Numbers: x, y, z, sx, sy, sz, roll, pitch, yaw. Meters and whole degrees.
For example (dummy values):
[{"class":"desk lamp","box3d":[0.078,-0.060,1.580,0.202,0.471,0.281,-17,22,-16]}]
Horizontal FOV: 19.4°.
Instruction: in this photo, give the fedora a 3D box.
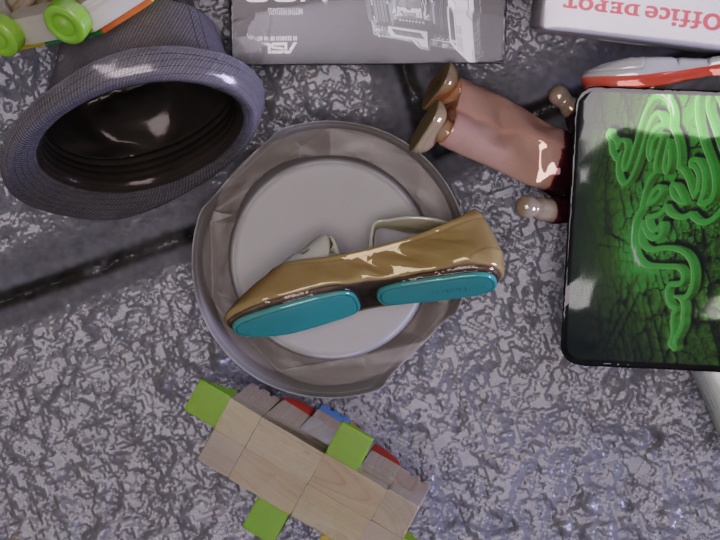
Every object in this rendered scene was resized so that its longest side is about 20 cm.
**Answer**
[{"class":"fedora","box3d":[-0.163,-0.124,1.483,0.176,0.200,0.091,10,56,-38]}]

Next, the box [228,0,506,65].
[{"class":"box","box3d":[0.004,-0.226,1.510,0.199,0.050,0.159,0,95,-1]}]

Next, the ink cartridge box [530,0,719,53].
[{"class":"ink cartridge box","box3d":[0.204,-0.260,1.490,0.144,0.084,0.201,6,96,0]}]

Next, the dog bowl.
[{"class":"dog bowl","box3d":[-0.022,-0.010,1.528,0.199,0.059,0.201,0,95,0]}]

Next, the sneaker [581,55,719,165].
[{"class":"sneaker","box3d":[0.256,-0.110,1.501,0.199,0.077,0.082,-3,88,-4]}]

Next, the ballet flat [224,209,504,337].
[{"class":"ballet flat","box3d":[0.000,0.000,1.478,0.199,0.069,0.063,-10,68,-2]}]

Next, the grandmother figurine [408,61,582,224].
[{"class":"grandmother figurine","box3d":[0.137,-0.080,1.512,0.199,0.061,0.122,26,65,-13]}]

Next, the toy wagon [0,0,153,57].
[{"class":"toy wagon","box3d":[-0.204,-0.207,1.470,0.199,0.155,0.040,-5,130,41]}]

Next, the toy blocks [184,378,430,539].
[{"class":"toy blocks","box3d":[-0.027,0.139,1.510,0.199,0.137,0.100,30,99,4]}]

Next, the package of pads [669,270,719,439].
[{"class":"package of pads","box3d":[0.333,0.039,1.528,0.199,0.068,0.155,-25,96,2]}]

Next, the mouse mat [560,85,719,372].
[{"class":"mouse mat","box3d":[0.224,-0.027,1.477,0.160,0.008,0.201,2,101,1]}]
